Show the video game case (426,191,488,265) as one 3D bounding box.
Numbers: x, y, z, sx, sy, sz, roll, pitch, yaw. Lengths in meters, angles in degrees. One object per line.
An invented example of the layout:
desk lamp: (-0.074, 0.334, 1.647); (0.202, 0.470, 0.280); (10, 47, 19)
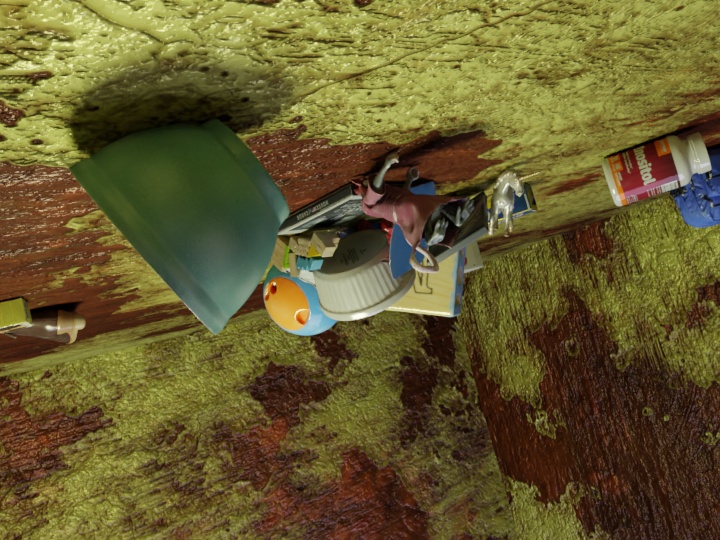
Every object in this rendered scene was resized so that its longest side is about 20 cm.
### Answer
video game case: (0.208, -0.090, 1.325); (0.142, 0.019, 0.200); (-33, -164, 23)

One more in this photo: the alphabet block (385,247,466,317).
alphabet block: (0.157, 0.009, 1.587); (0.197, 0.199, 0.195); (5, 178, 14)

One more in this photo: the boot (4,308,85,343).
boot: (-0.710, 0.119, 1.371); (0.165, 0.073, 0.199); (4, 165, -34)

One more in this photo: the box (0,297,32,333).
box: (-0.717, 0.099, 1.140); (0.198, 0.051, 0.075); (-13, 173, -20)

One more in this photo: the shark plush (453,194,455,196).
shark plush: (0.129, -0.096, 1.345); (0.199, 0.084, 0.090); (-20, 172, 39)

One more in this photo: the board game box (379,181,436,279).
board game box: (0.081, -0.079, 1.122); (0.039, 0.160, 0.200); (15, -159, 24)

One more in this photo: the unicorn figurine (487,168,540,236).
unicorn figurine: (0.294, -0.142, 1.269); (0.073, 0.139, 0.200); (1, -166, -1)

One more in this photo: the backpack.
backpack: (0.950, -0.225, 1.706); (0.161, 0.202, 0.168); (-14, 174, -2)

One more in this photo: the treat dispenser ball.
treat dispenser ball: (-0.128, 0.050, 1.459); (0.198, 0.203, 0.201); (-15, 174, -2)

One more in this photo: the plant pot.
plant pot: (-0.154, -0.058, 0.598); (0.134, 0.201, 0.200); (-41, 179, -12)

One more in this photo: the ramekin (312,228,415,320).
ramekin: (0.000, 0.000, 1.203); (0.200, 0.095, 0.203); (-19, -154, 10)

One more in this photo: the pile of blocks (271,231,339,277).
pile of blocks: (-0.096, -0.031, 1.182); (0.062, 0.083, 0.199); (-5, -176, -37)

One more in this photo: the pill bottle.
pill bottle: (0.639, -0.223, 1.352); (0.198, 0.114, 0.113); (-19, 173, 25)

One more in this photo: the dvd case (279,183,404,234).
dvd case: (-0.036, -0.108, 1.103); (0.199, 0.025, 0.149); (-20, 173, 41)

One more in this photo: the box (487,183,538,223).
box: (0.315, -0.143, 1.490); (0.198, 0.065, 0.070); (-20, 173, 28)

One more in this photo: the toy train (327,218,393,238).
toy train: (-0.004, -0.043, 1.336); (0.199, 0.117, 0.084); (-10, 172, -43)

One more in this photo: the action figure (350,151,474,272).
action figure: (0.063, -0.090, 0.930); (0.199, 0.151, 0.133); (20, -173, 35)

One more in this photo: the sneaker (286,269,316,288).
sneaker: (-0.094, -0.008, 1.310); (0.198, 0.076, 0.115); (23, 169, 6)

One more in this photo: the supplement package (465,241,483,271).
supplement package: (0.293, -0.043, 2.065); (0.199, 0.123, 0.119); (-10, 173, -44)
